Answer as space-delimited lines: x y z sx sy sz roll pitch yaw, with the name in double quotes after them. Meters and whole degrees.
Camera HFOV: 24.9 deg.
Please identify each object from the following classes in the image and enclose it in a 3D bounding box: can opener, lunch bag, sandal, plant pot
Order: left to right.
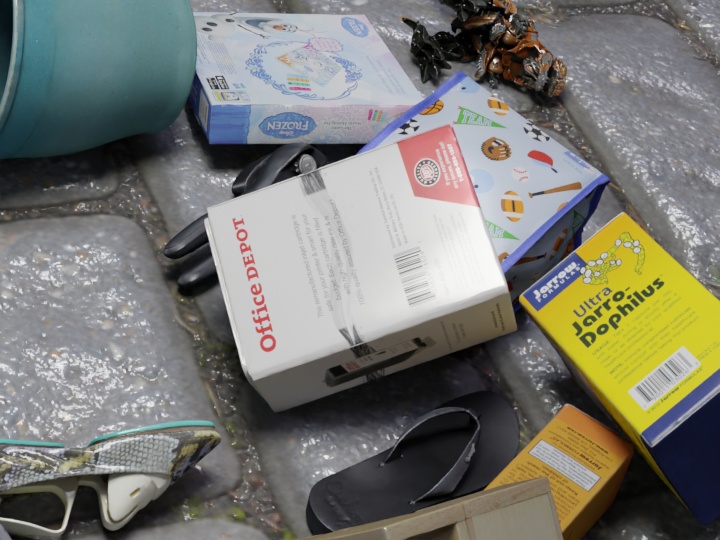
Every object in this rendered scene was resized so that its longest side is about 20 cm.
-0.247 -0.187 1.356 0.186 0.201 0.201 1 40 -39 "plant pot"
-0.089 -0.044 1.351 0.064 0.078 0.200 55 46 -12 "can opener"
0.048 0.141 1.181 0.076 0.043 0.199 39 46 26 "sandal"
0.073 -0.038 1.328 0.169 0.125 0.200 35 51 20 "lunch bag"

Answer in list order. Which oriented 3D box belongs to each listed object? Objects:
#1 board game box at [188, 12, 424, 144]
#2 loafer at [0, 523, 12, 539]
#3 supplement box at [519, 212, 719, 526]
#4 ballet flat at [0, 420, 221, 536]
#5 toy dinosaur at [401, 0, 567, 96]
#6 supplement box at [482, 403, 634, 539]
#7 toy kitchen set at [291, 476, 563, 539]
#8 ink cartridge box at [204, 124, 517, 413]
-0.063 -0.178 1.487 0.197 0.044 0.201 -2 32 -18 "board game box"
-0.205 0.237 0.992 0.063 0.072 0.200 -30 48 -16 "loafer"
0.223 0.069 1.204 0.109 0.109 0.200 -39 39 1 "supplement box"
-0.189 0.144 1.103 0.198 0.073 0.072 -3 43 -19 "ballet flat"
0.118 -0.237 1.618 0.135 0.103 0.199 -5 23 -43 "toy dinosaur"
0.114 0.179 1.140 0.068 0.067 0.200 31 42 19 "supplement box"
0.009 0.238 1.007 0.180 0.199 0.165 -6 81 -51 "toy kitchen set"
0.000 0.000 1.212 0.198 0.083 0.148 -18 64 3 "ink cartridge box"
